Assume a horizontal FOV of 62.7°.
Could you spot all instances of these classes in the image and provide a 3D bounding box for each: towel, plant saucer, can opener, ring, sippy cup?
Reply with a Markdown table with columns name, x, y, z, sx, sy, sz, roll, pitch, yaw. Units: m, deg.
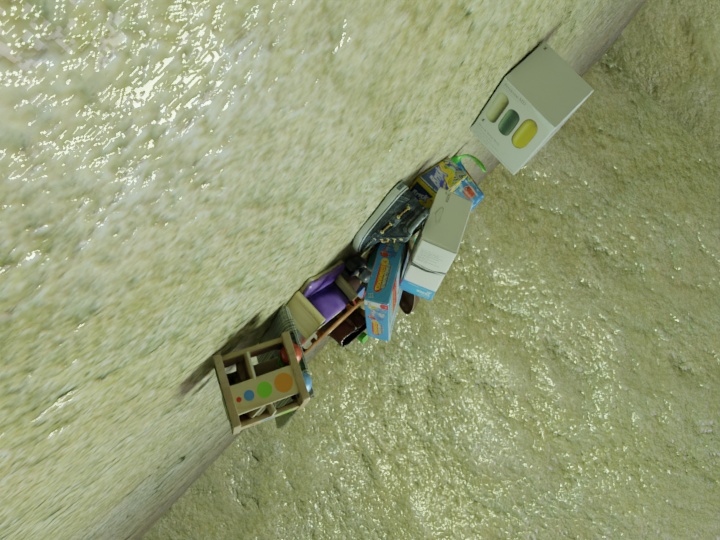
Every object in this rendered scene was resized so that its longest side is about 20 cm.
| name | x | y | z | sx | sy | sz | roll | pitch | yaw |
| --- | --- | --- | --- | --- | --- | --- | --- | --- | --- |
| towel | -0.155 | 0.202 | 1.212 | 0.034 | 0.196 | 0.200 | -7 | 153 | -33 |
| plant saucer | 0.126 | 0.016 | 1.610 | 0.031 | 0.205 | 0.201 | -8 | 164 | -12 |
| can opener | 0.000 | 0.000 | 1.482 | 0.053 | 0.067 | 0.200 | -46 | 175 | 13 |
| ring | -0.064 | 0.119 | 1.278 | 0.200 | 0.019 | 0.200 | -42 | 178 | -2 |
| sippy cup | 0.251 | -0.207 | 1.561 | 0.139 | 0.131 | 0.178 | -41 | 174 | -29 |

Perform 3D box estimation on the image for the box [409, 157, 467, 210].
| name | x | y | z | sx | sy | sz | roll | pitch | yaw |
| --- | --- | --- | --- | --- | --- | --- | --- | --- | --- |
| box | 0.179 | -0.199 | 1.383 | 0.065 | 0.070 | 0.200 | -51 | 173 | 36 |

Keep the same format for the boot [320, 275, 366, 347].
| name | x | y | z | sx | sy | sz | roll | pitch | yaw |
| --- | --- | --- | --- | --- | --- | --- | --- | --- | --- |
| boot | -0.030 | 0.099 | 1.457 | 0.199 | 0.165 | 0.074 | -37 | 135 | -30 |

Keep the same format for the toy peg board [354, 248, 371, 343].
| name | x | y | z | sx | sy | sz | roll | pitch | yaw |
| --- | --- | --- | --- | --- | --- | --- | --- | --- | --- |
| toy peg board | 0.017 | 0.083 | 1.641 | 0.200 | 0.097 | 0.201 | -44 | 148 | -22 |

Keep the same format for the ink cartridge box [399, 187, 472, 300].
| name | x | y | z | sx | sy | sz | roll | pitch | yaw |
| --- | --- | --- | --- | --- | --- | --- | --- | --- | --- |
| ink cartridge box | 0.161 | -0.053 | 1.282 | 0.201 | 0.082 | 0.147 | 108 | 5 | -58 |

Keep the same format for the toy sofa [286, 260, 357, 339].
| name | x | y | z | sx | sy | sz | roll | pitch | yaw |
| --- | --- | --- | --- | --- | --- | --- | --- | --- | --- |
| toy sofa | -0.074 | 0.058 | 1.270 | 0.098 | 0.083 | 0.200 | -46 | 175 | 24 |

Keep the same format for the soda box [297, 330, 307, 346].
| name | x | y | z | sx | sy | sz | roll | pitch | yaw |
| --- | --- | --- | --- | --- | --- | --- | --- | --- | --- |
| soda box | -0.190 | 0.195 | 1.448 | 0.063 | 0.068 | 0.201 | -41 | 172 | -30 |

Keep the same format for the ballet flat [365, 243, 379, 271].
| name | x | y | z | sx | sy | sz | roll | pitch | yaw |
| --- | --- | --- | --- | --- | --- | --- | --- | --- | --- |
| ballet flat | 0.077 | -0.085 | 1.470 | 0.202 | 0.068 | 0.071 | -54 | -168 | 18 |

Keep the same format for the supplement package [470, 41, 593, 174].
| name | x | y | z | sx | sy | sz | roll | pitch | yaw |
| --- | --- | --- | --- | --- | --- | --- | --- | --- | --- |
| supplement package | 0.371 | -0.353 | 1.307 | 0.150 | 0.152 | 0.200 | -42 | 174 | -21 |

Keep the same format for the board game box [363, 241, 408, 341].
| name | x | y | z | sx | sy | sz | roll | pitch | yaw |
| --- | --- | --- | --- | --- | --- | --- | --- | --- | --- |
| board game box | 0.062 | 0.028 | 1.340 | 0.201 | 0.054 | 0.200 | 84 | 21 | -61 |

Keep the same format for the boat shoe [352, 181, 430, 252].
| name | x | y | z | sx | sy | sz | roll | pitch | yaw |
| --- | --- | --- | --- | --- | --- | --- | --- | --- | --- |
| boat shoe | 0.059 | -0.082 | 1.221 | 0.071 | 0.091 | 0.201 | -38 | 171 | -46 |

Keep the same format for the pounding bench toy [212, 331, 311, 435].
| name | x | y | z | sx | sy | sz | roll | pitch | yaw |
| --- | --- | --- | --- | --- | --- | --- | --- | --- | --- |
| pounding bench toy | -0.179 | 0.213 | 1.091 | 0.153 | 0.127 | 0.200 | -16 | 164 | -18 |

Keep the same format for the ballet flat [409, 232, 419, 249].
| name | x | y | z | sx | sy | sz | roll | pitch | yaw |
| --- | --- | --- | --- | --- | --- | --- | --- | --- | --- |
| ballet flat | 0.150 | -0.078 | 1.559 | 0.069 | 0.067 | 0.200 | -6 | -179 | 15 |
